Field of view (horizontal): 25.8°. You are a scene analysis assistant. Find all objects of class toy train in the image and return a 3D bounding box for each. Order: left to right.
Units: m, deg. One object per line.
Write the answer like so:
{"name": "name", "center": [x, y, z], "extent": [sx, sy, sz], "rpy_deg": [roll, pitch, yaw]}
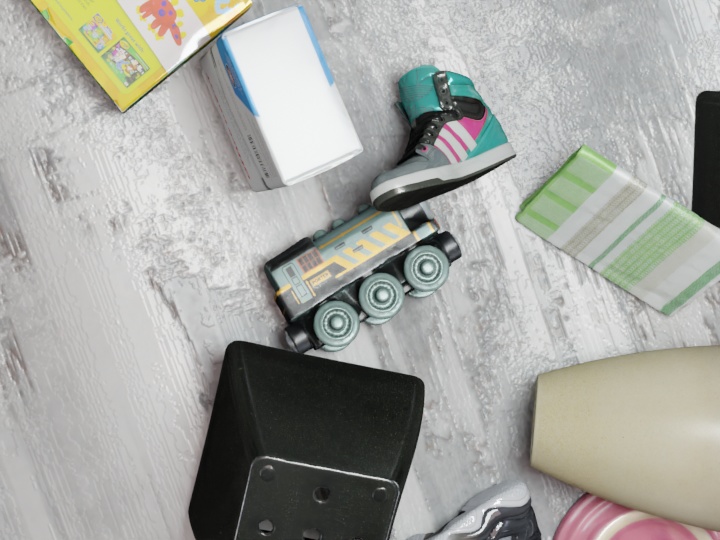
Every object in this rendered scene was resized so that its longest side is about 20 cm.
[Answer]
{"name": "toy train", "center": [0.000, 0.000, 1.563], "extent": [0.199, 0.085, 0.114], "rpy_deg": [-32, 87, -7]}

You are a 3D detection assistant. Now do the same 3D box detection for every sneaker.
{"name": "sneaker", "center": [0.063, -0.136, 1.537], "extent": [0.200, 0.083, 0.121], "rpy_deg": [-23, 85, -47]}
{"name": "sneaker", "center": [0.107, 0.307, 1.589], "extent": [0.200, 0.075, 0.114], "rpy_deg": [-32, 94, -9]}

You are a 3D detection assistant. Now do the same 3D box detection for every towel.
{"name": "towel", "center": [0.272, -0.041, 1.579], "extent": [0.199, 0.149, 0.031], "rpy_deg": [32, 55, -7]}

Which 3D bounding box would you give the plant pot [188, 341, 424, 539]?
{"name": "plant pot", "center": [-0.048, 0.206, 1.478], "extent": [0.198, 0.178, 0.201], "rpy_deg": [12, 107, -8]}

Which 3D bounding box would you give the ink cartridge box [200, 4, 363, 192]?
{"name": "ink cartridge box", "center": [-0.080, -0.157, 1.481], "extent": [0.086, 0.200, 0.147], "rpy_deg": [-24, 96, -9]}

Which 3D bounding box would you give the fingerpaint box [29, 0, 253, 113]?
{"name": "fingerpaint box", "center": [-0.229, -0.280, 1.515], "extent": [0.167, 0.073, 0.200], "rpy_deg": [-40, 98, -3]}

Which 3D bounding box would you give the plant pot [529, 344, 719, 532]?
{"name": "plant pot", "center": [0.272, 0.158, 1.575], "extent": [0.199, 0.187, 0.188], "rpy_deg": [5, 91, 6]}

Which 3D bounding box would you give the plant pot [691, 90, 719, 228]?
{"name": "plant pot", "center": [0.458, -0.083, 1.582], "extent": [0.199, 0.177, 0.201], "rpy_deg": [2, 91, -8]}

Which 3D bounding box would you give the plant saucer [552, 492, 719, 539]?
{"name": "plant saucer", "center": [0.295, 0.315, 1.634], "extent": [0.199, 0.051, 0.202], "rpy_deg": [0, 92, -8]}
